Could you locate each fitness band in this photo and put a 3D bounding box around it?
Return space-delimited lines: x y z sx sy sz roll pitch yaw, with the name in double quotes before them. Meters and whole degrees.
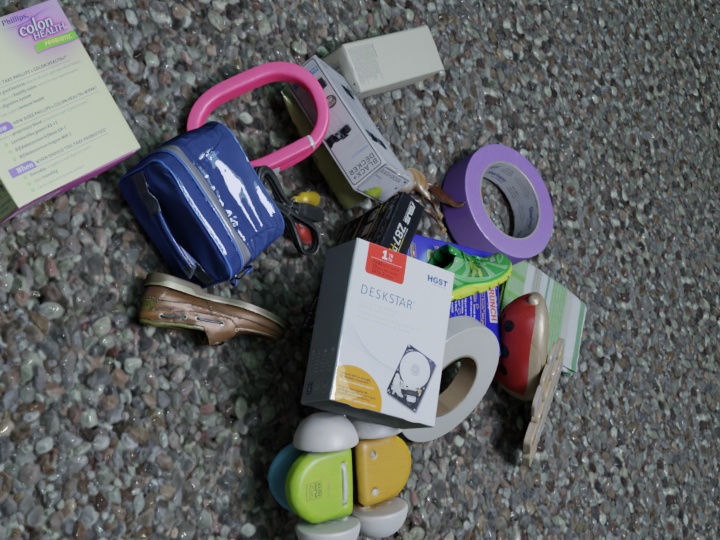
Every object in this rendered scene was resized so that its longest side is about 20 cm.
"fitness band" -0.138 -0.202 1.276 0.199 0.037 0.145 -26 79 -8

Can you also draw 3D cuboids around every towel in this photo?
"towel" 0.314 0.078 1.646 0.199 0.031 0.150 32 58 -26

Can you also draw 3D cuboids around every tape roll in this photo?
"tape roll" 0.122 0.160 1.380 0.202 0.037 0.204 -27 136 -29
"tape roll" 0.233 -0.108 1.586 0.199 0.065 0.202 14 66 -33

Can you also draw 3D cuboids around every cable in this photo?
"cable" -0.105 -0.079 1.292 0.200 0.050 0.098 21 76 -58

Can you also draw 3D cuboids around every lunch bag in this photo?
"lunch bag" -0.203 -0.069 1.190 0.132 0.135 0.201 -41 106 -37

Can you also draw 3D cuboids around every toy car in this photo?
"toy car" -0.035 0.264 1.233 0.199 0.149 0.177 -7 97 -43

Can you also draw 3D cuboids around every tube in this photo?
"tube" -0.058 -0.185 1.394 0.052 0.058 0.201 -43 107 -30

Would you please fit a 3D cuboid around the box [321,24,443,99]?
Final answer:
"box" 0.036 -0.328 1.494 0.199 0.068 0.083 -22 92 -41

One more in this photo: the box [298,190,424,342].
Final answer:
"box" 0.000 0.000 1.319 0.049 0.161 0.201 35 58 -21

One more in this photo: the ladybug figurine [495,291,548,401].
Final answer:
"ladybug figurine" 0.257 0.121 1.510 0.136 0.071 0.202 -87 179 -57

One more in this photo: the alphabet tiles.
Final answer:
"alphabet tiles" 0.298 0.212 1.520 0.196 0.014 0.201 79 31 -54

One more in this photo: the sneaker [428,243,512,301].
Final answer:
"sneaker" 0.154 -0.003 1.403 0.199 0.074 0.084 -16 91 -40

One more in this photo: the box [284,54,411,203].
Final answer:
"box" -0.017 -0.200 1.347 0.201 0.060 0.116 57 15 16

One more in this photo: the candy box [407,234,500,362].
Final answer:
"candy box" 0.125 0.046 1.464 0.199 0.077 0.171 12 70 -35

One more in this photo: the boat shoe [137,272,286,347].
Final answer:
"boat shoe" -0.193 0.067 1.213 0.199 0.072 0.069 20 71 -24

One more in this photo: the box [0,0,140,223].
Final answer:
"box" -0.392 -0.184 1.094 0.176 0.096 0.201 -37 103 -38

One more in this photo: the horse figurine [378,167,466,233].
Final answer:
"horse figurine" 0.073 -0.125 1.463 0.199 0.050 0.133 7 45 -44

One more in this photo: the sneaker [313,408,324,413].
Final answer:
"sneaker" 0.005 0.134 1.324 0.067 0.089 0.201 81 26 -59

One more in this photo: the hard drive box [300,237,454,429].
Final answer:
"hard drive box" 0.023 0.082 1.168 0.155 0.077 0.202 18 71 -28
